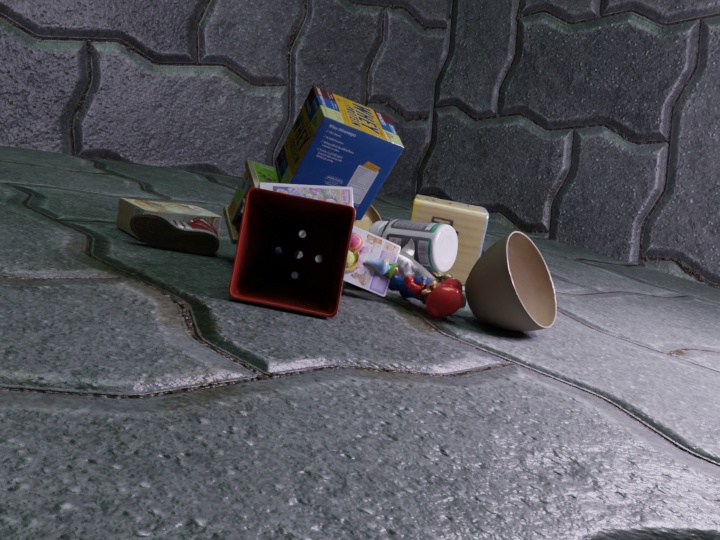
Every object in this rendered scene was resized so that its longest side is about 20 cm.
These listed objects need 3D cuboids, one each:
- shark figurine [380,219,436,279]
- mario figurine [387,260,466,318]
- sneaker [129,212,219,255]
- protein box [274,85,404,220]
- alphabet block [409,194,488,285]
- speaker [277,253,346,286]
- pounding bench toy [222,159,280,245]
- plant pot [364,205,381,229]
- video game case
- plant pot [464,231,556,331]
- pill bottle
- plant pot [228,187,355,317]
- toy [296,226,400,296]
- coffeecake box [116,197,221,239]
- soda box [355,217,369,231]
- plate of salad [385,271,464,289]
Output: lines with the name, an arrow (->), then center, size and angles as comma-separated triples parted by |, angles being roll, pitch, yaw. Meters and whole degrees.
shark figurine -> 0.090, -0.040, 1.699 | 0.214, 0.090, 0.128 | 40, -16, -36
mario figurine -> 0.147, 0.029, 1.576 | 0.123, 0.107, 0.199 | -11, 17, -31
sneaker -> -0.416, -0.090, 1.720 | 0.198, 0.072, 0.113 | 17, 13, -13
protein box -> -0.049, -0.248, 1.632 | 0.197, 0.201, 0.135 | 16, 33, -27
alphabet block -> 0.221, -0.084, 2.024 | 0.198, 0.198, 0.195 | 12, 9, 5
speaker -> -0.126, -0.016, 1.596 | 0.198, 0.089, 0.088 | 9, 10, -12
pounding bench toy -> -0.182, -0.122, 1.681 | 0.198, 0.157, 0.125 | 13, 34, -31
plant pot -> -0.043, -0.104, 1.901 | 0.198, 0.202, 0.028 | 10, -33, -4
video game case -> -0.110, -0.105, 1.564 | 0.198, 0.145, 0.018 | 1, -9, -17
plant pot -> 0.291, 0.038, 1.547 | 0.134, 0.202, 0.200 | -22, -10, 33
pill bottle -> 0.121, -0.063, 1.809 | 0.199, 0.114, 0.113 | 10, 8, 36
plant pot -> -0.121, -0.032, 1.433 | 0.198, 0.202, 0.176 | 11, 0, 0
toy -> -0.016, -0.039, 1.548 | 0.199, 0.116, 0.047 | 24, -17, -14
coffeecake box -> -0.457, -0.117, 1.818 | 0.199, 0.074, 0.153 | 3, 12, -40
soda box -> -0.072, -0.096, 1.760 | 0.067, 0.065, 0.199 | -3, 7, -43
plate of salad -> 0.155, 0.014, 1.839 | 0.198, 0.049, 0.200 | 11, 10, -2
